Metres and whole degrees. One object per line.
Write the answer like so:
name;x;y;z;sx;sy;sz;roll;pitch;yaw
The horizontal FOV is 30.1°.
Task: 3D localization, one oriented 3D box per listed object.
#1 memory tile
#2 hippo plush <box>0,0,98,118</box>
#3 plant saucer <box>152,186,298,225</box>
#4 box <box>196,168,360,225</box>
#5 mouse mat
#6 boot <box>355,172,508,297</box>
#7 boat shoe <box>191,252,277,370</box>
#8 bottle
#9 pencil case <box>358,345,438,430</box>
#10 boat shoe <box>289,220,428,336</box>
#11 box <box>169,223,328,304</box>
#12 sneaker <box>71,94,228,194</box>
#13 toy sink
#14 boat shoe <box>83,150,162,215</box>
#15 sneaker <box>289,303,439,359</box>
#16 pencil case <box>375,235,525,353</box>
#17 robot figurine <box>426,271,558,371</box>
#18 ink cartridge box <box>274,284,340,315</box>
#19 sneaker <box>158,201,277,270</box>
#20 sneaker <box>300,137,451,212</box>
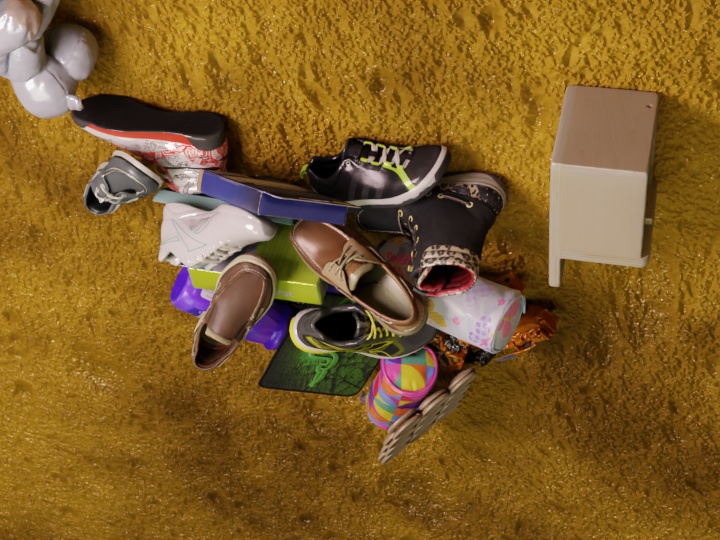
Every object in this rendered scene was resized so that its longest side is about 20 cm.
memory tile;0.090;0.203;1.860;0.017;0.153;0.200;50;163;13
hippo plush;-0.372;-0.247;1.536;0.159;0.201;0.161;7;152;48
plant saucer;-0.163;-0.086;1.714;0.198;0.070;0.019;9;103;18
box;-0.099;-0.085;1.598;0.120;0.033;0.199;6;-172;-33
mouse mat;-0.034;0.103;1.811;0.160;0.008;0.201;8;132;-27
boot;0.068;-0.041;1.606;0.202;0.155;0.074;-6;134;27
boat shoe;-0.161;0.061;1.682;0.074;0.075;0.203;25;138;-6
bottle;-0.154;0.056;1.801;0.199;0.066;0.083;26;175;-17
pencil case;0.054;0.159;1.850;0.088;0.089;0.200;20;158;-1
boat shoe;0.000;0.000;1.621;0.199;0.076;0.074;37;179;10
box;-0.131;-0.026;1.728;0.198;0.123;0.048;8;141;14
sneaker;-0.262;-0.152;1.680;0.199;0.068;0.108;9;137;8
toy sink;0.274;-0.085;1.496;0.111;0.131;0.201;7;138;13
boat shoe;-0.305;-0.103;1.695;0.073;0.062;0.200;37;165;-19
sneaker;0.012;0.078;1.713;0.198;0.075;0.085;-4;175;-15
pencil case;0.106;0.029;1.681;0.199;0.091;0.084;26;140;23
robot figurine;0.153;0.074;1.777;0.199;0.058;0.145;-25;121;40
ink cartridge box;-0.060;0.047;1.845;0.196;0.044;0.201;17;139;3
sneaker;-0.176;-0.038;1.644;0.199;0.081;0.070;2;164;46
sneaker;0.011;-0.121;1.603;0.199;0.072;0.083;-14;129;33
